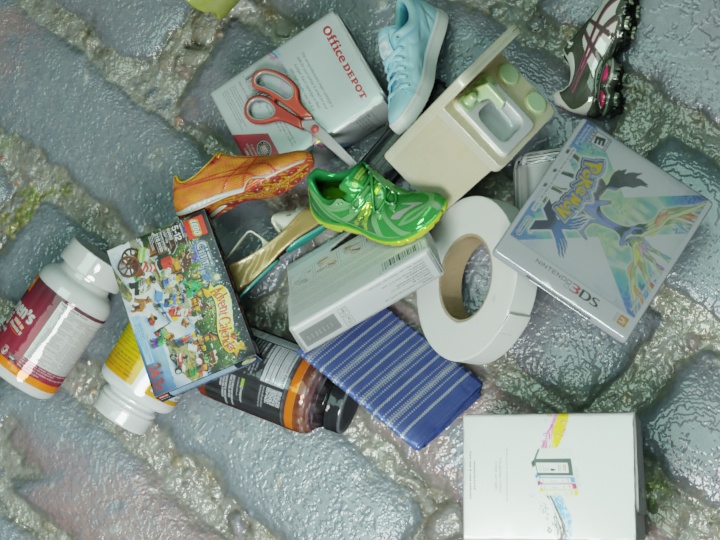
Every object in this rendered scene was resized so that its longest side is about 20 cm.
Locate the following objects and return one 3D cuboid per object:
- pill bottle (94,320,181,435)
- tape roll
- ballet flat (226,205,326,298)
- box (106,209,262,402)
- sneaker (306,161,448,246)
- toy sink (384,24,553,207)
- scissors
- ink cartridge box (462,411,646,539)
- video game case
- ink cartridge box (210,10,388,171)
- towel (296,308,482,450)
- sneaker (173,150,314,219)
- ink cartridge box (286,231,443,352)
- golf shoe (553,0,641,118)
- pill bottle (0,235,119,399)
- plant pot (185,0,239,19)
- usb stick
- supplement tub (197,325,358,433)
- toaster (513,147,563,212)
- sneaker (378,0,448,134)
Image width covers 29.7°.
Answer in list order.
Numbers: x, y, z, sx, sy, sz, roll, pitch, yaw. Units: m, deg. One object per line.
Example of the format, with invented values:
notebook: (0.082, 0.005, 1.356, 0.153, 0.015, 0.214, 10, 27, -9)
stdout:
pill bottle: (-0.261, 0.107, 1.759, 0.109, 0.109, 0.201, 32, 89, 18)
tape roll: (0.139, 0.012, 1.639, 0.202, 0.037, 0.205, -22, 64, 53)
ballet flat: (-0.112, -0.038, 1.751, 0.199, 0.069, 0.063, -39, 89, -4)
box: (-0.219, 0.043, 1.681, 0.135, 0.038, 0.202, -23, 74, 3)
sneaker: (0.012, -0.084, 1.658, 0.198, 0.084, 0.074, 8, 51, 32)
toy sink: (0.142, -0.176, 1.622, 0.112, 0.200, 0.130, 45, 55, -2)
scissors: (-0.063, -0.191, 1.717, 0.199, 0.014, 0.074, 27, 89, 19)
ink cartridge box: (0.228, 0.241, 1.580, 0.198, 0.147, 0.146, -2, 80, 15)
video game case: (0.278, -0.048, 1.555, 0.181, 0.022, 0.201, 34, 74, 7)
ink cartridge box: (-0.072, -0.218, 1.775, 0.199, 0.083, 0.147, -32, 74, 9)
towel: (0.039, 0.125, 1.675, 0.199, 0.024, 0.145, 38, 50, 19)
sneaker: (-0.152, -0.122, 1.706, 0.198, 0.073, 0.078, -16, 75, 16)
ink cartridge box: (0.000, 0.000, 1.697, 0.199, 0.174, 0.044, -30, 114, 9)
golf shoe: (0.298, -0.292, 1.692, 0.087, 0.077, 0.202, 10, 83, 24)
pill bottle: (-0.401, 0.061, 1.805, 0.109, 0.110, 0.201, 35, 91, 18)
plant pot: (-0.186, -0.446, 1.806, 0.200, 0.200, 0.185, 40, 104, 18)
usb stick: (0.051, -0.161, 1.759, 0.055, 0.033, 0.200, 41, 93, 10)
supplement tub: (-0.101, 0.140, 1.711, 0.198, 0.107, 0.108, 20, 86, 17)
toaster: (0.259, -0.076, 1.646, 0.198, 0.114, 0.131, -6, 76, 15)
sneaker: (0.050, -0.263, 1.721, 0.081, 0.074, 0.202, 25, 55, -17)
